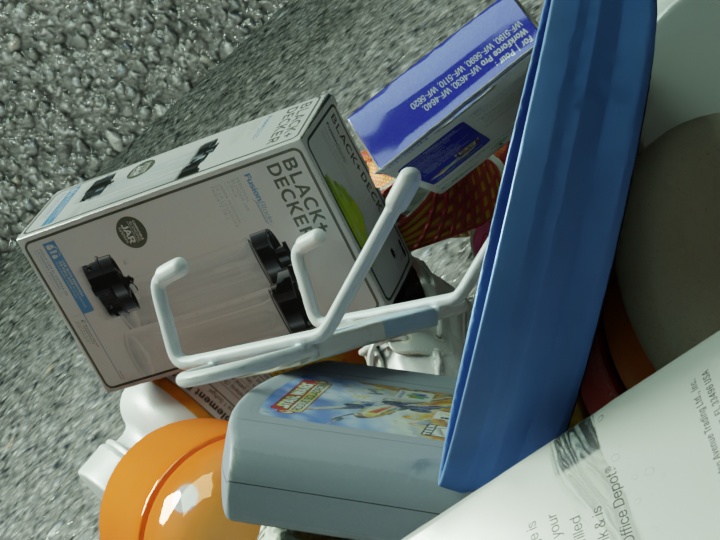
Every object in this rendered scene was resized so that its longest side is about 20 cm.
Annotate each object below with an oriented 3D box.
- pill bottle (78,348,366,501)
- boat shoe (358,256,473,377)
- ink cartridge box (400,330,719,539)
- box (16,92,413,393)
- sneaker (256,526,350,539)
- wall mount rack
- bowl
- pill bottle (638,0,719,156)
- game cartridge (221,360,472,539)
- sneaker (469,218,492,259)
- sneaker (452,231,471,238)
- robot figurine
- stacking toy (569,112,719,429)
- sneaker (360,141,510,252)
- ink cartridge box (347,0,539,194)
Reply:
[{"bbox_3d":[-0.081,0.082,1.065,0.200,0.111,0.111,-48,16,-15],"label":"pill bottle"},{"bbox_3d":[0.030,0.049,0.946,0.072,0.069,0.200,-36,17,24],"label":"boat shoe"},{"bbox_3d":[0.109,0.107,0.493,0.200,0.084,0.145,-37,33,22],"label":"ink cartridge box"},{"bbox_3d":[-0.084,-0.013,0.968,0.199,0.117,0.060,-16,23,25],"label":"box"},{"bbox_3d":[-0.034,0.173,0.719,0.088,0.075,0.201,-42,27,30],"label":"sneaker"},{"bbox_3d":[0.000,0.000,0.815,0.173,0.075,0.199,-15,0,37],"label":"wall mount rack"},{"bbox_3d":[0.069,-0.015,0.617,0.201,0.039,0.202,13,-90,-87],"label":"bowl"},{"bbox_3d":[0.151,-0.065,0.767,0.114,0.114,0.200,-44,-1,-3],"label":"pill bottle"},{"bbox_3d":[0.012,0.077,0.746,0.200,0.132,0.042,-33,-47,-77],"label":"game cartridge"},{"bbox_3d":[0.139,-0.082,1.010,0.200,0.074,0.088,-45,20,12],"label":"sneaker"},{"bbox_3d":[0.116,-0.100,1.122,0.199,0.070,0.109,-31,23,19],"label":"sneaker"},{"bbox_3d":[-0.068,0.136,0.876,0.200,0.143,0.117,0,74,69],"label":"robot figurine"},{"bbox_3d":[0.122,0.044,0.663,0.146,0.146,0.200,-55,4,-37],"label":"stacking toy"},{"bbox_3d":[0.006,-0.040,1.006,0.199,0.073,0.077,-13,27,24],"label":"sneaker"},{"bbox_3d":[0.052,-0.085,0.823,0.099,0.039,0.200,-37,-6,8],"label":"ink cartridge box"}]
